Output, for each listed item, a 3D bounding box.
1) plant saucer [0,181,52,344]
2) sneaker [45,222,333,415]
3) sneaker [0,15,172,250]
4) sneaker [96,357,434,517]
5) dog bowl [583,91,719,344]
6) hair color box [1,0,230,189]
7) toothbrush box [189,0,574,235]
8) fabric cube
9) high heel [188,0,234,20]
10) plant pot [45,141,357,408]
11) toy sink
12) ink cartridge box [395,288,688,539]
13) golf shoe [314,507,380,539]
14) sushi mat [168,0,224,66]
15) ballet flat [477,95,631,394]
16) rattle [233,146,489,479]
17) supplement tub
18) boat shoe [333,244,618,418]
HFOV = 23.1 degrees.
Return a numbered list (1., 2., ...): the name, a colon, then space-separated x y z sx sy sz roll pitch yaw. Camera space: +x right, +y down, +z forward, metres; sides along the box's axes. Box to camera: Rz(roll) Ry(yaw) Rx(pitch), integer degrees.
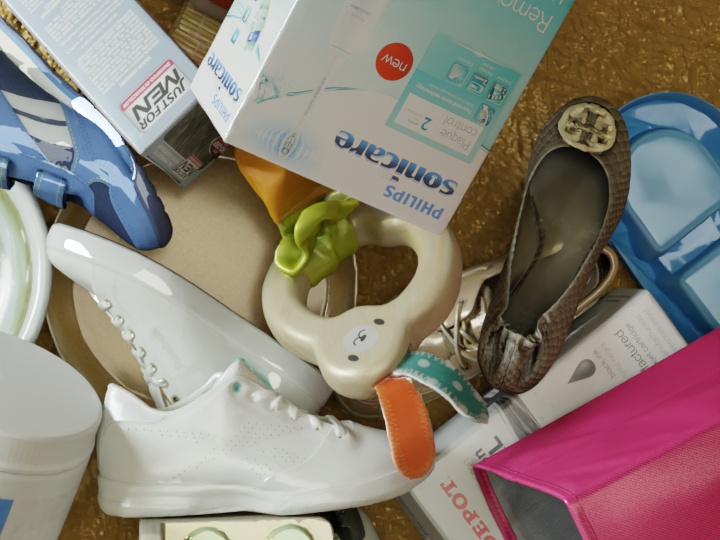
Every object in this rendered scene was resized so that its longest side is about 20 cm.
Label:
1. plant saucer: -0.289 -0.001 1.088 0.199 0.050 0.202 0 90 -7
2. sneaker: -0.117 0.049 1.070 0.199 0.073 0.085 34 83 -7
3. sneaker: -0.196 -0.074 1.047 0.200 0.074 0.082 42 75 2
4. sneaker: -0.054 0.095 1.030 0.198 0.075 0.089 -2 91 -11
5. dog bowl: 0.221 -0.022 1.153 0.111 0.050 0.200 -37 94 -6
6. hair color box: -0.160 -0.148 1.053 0.061 0.099 0.200 -42 77 1
7. toothbrush box: 0.021 -0.142 0.954 0.146 0.085 0.201 23 106 -28
8. fabric cube: 0.209 0.155 0.992 0.199 0.200 0.197 -28 95 -10
9. high heel: -0.116 -0.228 1.115 0.199 0.096 0.067 33 113 -22
10. plant pot: -0.101 0.008 1.123 0.198 0.027 0.202 0 88 -7
11. toy sink: -0.074 0.205 1.036 0.111 0.200 0.131 -1 88 -7
12. ink cartridge box: 0.136 0.129 1.121 0.200 0.083 0.146 -38 95 -7
13. golf shoe: 0.024 0.234 1.122 0.088 0.077 0.201 -19 94 -27
14. sushi mat: -0.034 -0.108 1.127 0.199 0.012 0.096 28 64 -6
15. ballet flat: 0.118 -0.020 1.082 0.067 0.046 0.201 19 75 12
16. rattle: 0.000 0.000 1.010 0.129 0.201 0.144 -6 131 -4
17. supplement tub: -0.241 0.147 1.022 0.131 0.132 0.201 21 109 -6
18. boat shoe: 0.071 0.031 1.125 0.199 0.065 0.072 -30 92 -6
